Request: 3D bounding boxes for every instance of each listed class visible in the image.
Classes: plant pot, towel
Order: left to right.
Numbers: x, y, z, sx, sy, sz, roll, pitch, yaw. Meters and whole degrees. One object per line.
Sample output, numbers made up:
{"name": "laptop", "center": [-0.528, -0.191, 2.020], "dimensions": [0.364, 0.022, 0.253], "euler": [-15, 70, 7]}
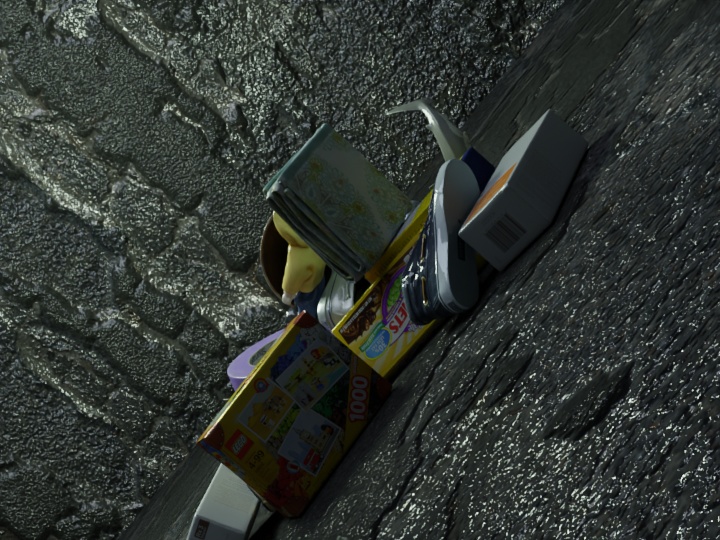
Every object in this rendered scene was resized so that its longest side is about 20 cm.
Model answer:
{"name": "plant pot", "center": [-0.037, -0.012, 1.872], "dimensions": [0.187, 0.186, 0.200], "euler": [-50, -17, 0]}
{"name": "towel", "center": [-0.028, -0.091, 1.608], "dimensions": [0.048, 0.171, 0.200], "euler": [-41, 9, 38]}

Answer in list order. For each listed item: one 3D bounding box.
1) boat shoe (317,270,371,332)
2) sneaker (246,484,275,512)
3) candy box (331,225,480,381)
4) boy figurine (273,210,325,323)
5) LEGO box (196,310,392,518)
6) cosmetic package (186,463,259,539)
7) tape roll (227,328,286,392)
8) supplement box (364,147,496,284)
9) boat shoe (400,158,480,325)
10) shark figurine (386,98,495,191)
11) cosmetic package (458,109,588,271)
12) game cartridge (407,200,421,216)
{"name": "boat shoe", "center": [0.000, 0.000, 1.688], "dimensions": [0.066, 0.074, 0.202], "euler": [-14, 48, 33]}
{"name": "sneaker", "center": [-0.093, 0.247, 1.623], "dimensions": [0.090, 0.078, 0.200], "euler": [-41, 12, 9]}
{"name": "candy box", "center": [0.055, 0.046, 1.556], "dimensions": [0.200, 0.102, 0.026], "euler": [-49, -25, 21]}
{"name": "boy figurine", "center": [-0.080, -0.009, 1.668], "dimensions": [0.202, 0.064, 0.125], "euler": [82, -154, -44]}
{"name": "LEGO box", "center": [-0.080, 0.177, 1.499], "dimensions": [0.201, 0.149, 0.077], "euler": [-52, 5, -21]}
{"name": "cosmetic package", "center": [-0.175, 0.329, 1.556], "dimensions": [0.200, 0.073, 0.103], "euler": [-78, 7, -77]}
{"name": "tape roll", "center": [-0.080, 0.139, 1.704], "dimensions": [0.198, 0.086, 0.200], "euler": [-22, 13, 5]}
{"name": "supplement box", "center": [0.114, -0.043, 1.614], "dimensions": [0.200, 0.109, 0.109], "euler": [-47, 5, 28]}
{"name": "boat shoe", "center": [0.092, -0.035, 1.484], "dimensions": [0.090, 0.070, 0.203], "euler": [-25, 52, 44]}
{"name": "shark figurine", "center": [0.119, -0.154, 1.694], "dimensions": [0.089, 0.215, 0.128], "euler": [-37, -2, 0]}
{"name": "cosmetic package", "center": [0.199, -0.100, 1.471], "dimensions": [0.102, 0.071, 0.200], "euler": [-47, 5, 39]}
{"name": "game cartridge", "center": [0.055, -0.005, 1.926], "dimensions": [0.201, 0.041, 0.134], "euler": [108, -177, -60]}
